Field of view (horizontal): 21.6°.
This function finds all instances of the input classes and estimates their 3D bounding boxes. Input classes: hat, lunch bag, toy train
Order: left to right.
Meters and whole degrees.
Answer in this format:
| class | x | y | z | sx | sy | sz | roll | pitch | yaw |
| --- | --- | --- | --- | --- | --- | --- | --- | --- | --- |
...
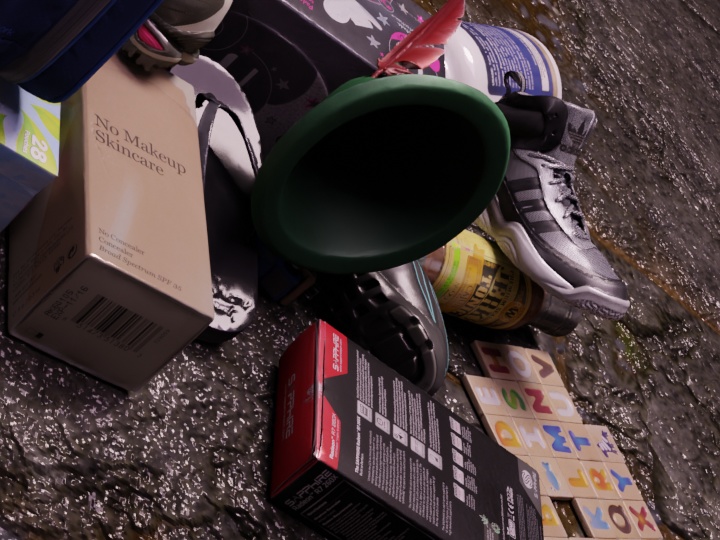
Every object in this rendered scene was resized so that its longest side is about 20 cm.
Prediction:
| class | x | y | z | sx | sy | sz | roll | pitch | yaw |
| --- | --- | --- | --- | --- | --- | --- | --- | --- | --- |
| lunch bag | -0.156 | -0.201 | 1.018 | 0.132 | 0.200 | 0.136 | 27 | 30 | -42 |
| toy train | -0.100 | -0.054 | 1.239 | 0.200 | 0.034 | 0.046 | 47 | 32 | -5 |
| hat | -0.002 | -0.115 | 1.239 | 0.199 | 0.166 | 0.177 | 5 | 43 | -32 |

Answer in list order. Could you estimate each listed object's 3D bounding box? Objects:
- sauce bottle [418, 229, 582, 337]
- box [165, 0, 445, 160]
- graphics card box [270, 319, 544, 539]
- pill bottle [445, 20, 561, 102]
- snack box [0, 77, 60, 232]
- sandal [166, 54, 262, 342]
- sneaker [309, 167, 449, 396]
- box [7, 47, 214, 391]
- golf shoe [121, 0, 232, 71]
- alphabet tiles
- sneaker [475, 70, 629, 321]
| class | x | y | z | sx | sy | sz | roll | pitch | yaw |
| --- | --- | --- | --- | --- | --- | --- | --- | --- | --- |
| sauce bottle | 0.092 | 0.008 | 1.409 | 0.199 | 0.065 | 0.065 | 17 | 42 | -43 |
| box | -0.054 | -0.153 | 1.322 | 0.199 | 0.132 | 0.115 | 34 | 35 | -27 |
| graphics card box | 0.032 | 0.133 | 1.188 | 0.199 | 0.051 | 0.126 | 34 | 31 | -25 |
| pill bottle | 0.070 | -0.145 | 1.511 | 0.199 | 0.111 | 0.112 | -3 | 58 | -57 |
| snack box | -0.254 | -0.140 | 1.084 | 0.168 | 0.068 | 0.201 | 32 | 34 | -31 |
| sandal | -0.087 | -0.051 | 1.195 | 0.076 | 0.043 | 0.202 | 12 | 57 | -33 |
| sneaker | 0.000 | 0.000 | 1.296 | 0.201 | 0.075 | 0.079 | 64 | 20 | 7 |
| box | -0.148 | -0.040 | 1.105 | 0.095 | 0.078 | 0.201 | 28 | 35 | -34 |
| golf shoe | -0.159 | -0.212 | 1.148 | 0.200 | 0.088 | 0.077 | 40 | 19 | 0 |
| alphabet tiles | 0.151 | 0.140 | 1.397 | 0.167 | 0.008 | 0.201 | 10 | 48 | -50 |
| sneaker | 0.144 | -0.061 | 1.390 | 0.200 | 0.114 | 0.075 | 46 | 18 | 26 |
